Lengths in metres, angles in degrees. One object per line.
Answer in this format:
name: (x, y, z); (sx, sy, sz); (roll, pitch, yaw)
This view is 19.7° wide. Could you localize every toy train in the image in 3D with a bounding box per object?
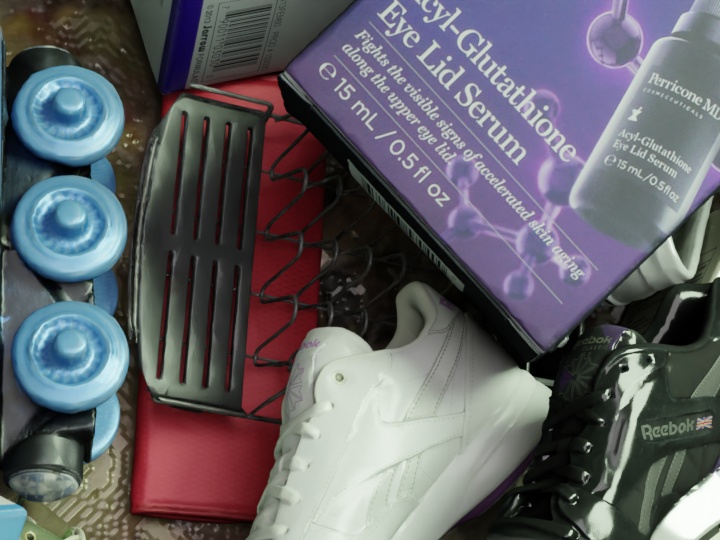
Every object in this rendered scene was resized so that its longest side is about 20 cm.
toy train: (-0.152, -0.003, 0.828); (0.113, 0.087, 0.202); (1, 63, -11)

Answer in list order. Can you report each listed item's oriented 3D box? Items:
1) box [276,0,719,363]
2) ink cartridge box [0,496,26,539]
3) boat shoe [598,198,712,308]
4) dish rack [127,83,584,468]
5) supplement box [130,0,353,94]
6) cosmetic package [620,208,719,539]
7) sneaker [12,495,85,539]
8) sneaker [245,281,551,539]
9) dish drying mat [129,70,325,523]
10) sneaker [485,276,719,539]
box: (0.089, -0.084, 0.806); (0.200, 0.104, 0.148); (-45, 85, -1)
ink cartridge box: (-0.222, 0.151, 0.692); (0.124, 0.128, 0.202); (22, 98, 29)
boat shoe: (0.143, -0.066, 0.924); (0.074, 0.065, 0.201); (49, 47, -39)
dish rack: (0.000, 0.000, 0.881); (0.198, 0.054, 0.155); (12, 71, -25)
supplement box: (-0.001, -0.162, 0.908); (0.198, 0.101, 0.104); (-11, 64, -19)
cosmetic package: (0.137, 0.076, 0.887); (0.071, 0.105, 0.201); (31, 70, -7)
sneaker: (-0.116, 0.129, 0.819); (0.198, 0.067, 0.091); (-10, 82, -15)
sneaker: (-0.014, 0.085, 0.797); (0.100, 0.075, 0.200); (50, 58, -5)
dish drying mat: (-0.056, 0.009, 0.898); (0.076, 0.018, 0.202); (7, 74, -14)
sneaker: (0.083, 0.071, 0.760); (0.199, 0.075, 0.088); (-34, 107, -37)
